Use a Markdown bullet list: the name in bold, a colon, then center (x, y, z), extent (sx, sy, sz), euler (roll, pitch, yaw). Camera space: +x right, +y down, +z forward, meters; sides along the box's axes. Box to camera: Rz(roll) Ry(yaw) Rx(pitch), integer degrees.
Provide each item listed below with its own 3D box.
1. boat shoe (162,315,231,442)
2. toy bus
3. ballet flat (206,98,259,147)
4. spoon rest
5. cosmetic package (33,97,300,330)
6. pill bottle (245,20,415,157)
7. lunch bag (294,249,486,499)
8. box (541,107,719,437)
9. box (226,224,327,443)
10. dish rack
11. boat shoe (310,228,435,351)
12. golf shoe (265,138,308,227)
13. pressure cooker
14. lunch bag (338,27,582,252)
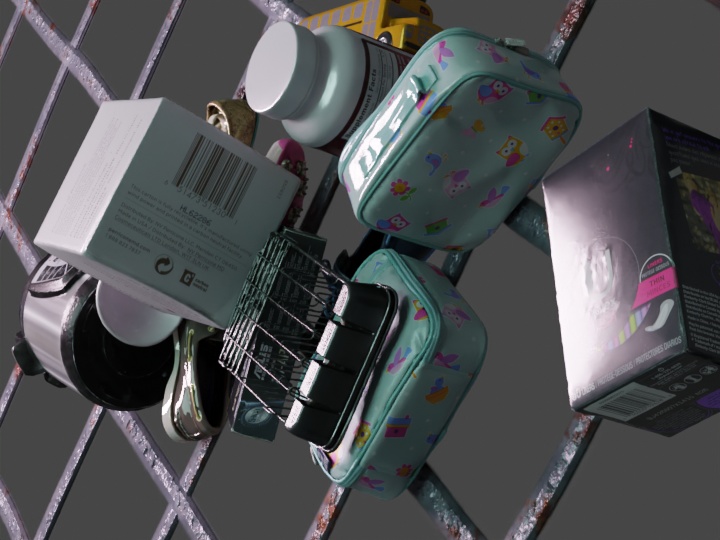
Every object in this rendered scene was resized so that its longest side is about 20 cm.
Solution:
- **boat shoe**: center (-0.165, 0.082, 1.860), extent (0.059, 0.072, 0.202), euler (-11, 64, 38)
- **toy bus**: center (0.011, -0.224, 1.734), extent (0.199, 0.065, 0.079), euler (-6, 70, 55)
- **ballet flat**: center (-0.162, -0.096, 1.932), extent (0.070, 0.065, 0.202), euler (-14, 65, 56)
- **spoon rest**: center (-0.205, -0.014, 1.841), extent (0.201, 0.099, 0.061), euler (-62, 20, -17)
- **cosmetic package**: center (-0.192, -0.057, 1.708), extent (0.167, 0.167, 0.200), euler (-64, 23, -7)
- **pill bottle**: center (-0.001, -0.157, 1.599), extent (0.113, 0.199, 0.114), euler (-28, 54, 47)
- **lunch bag**: center (0.018, 0.092, 1.563), extent (0.201, 0.077, 0.161), euler (-59, 37, 19)
- **box**: center (0.219, 0.003, 1.295), extent (0.122, 0.105, 0.202), euler (-35, 49, 43)
- **box**: center (-0.083, 0.058, 1.710), extent (0.160, 0.043, 0.202), euler (-148, 73, -84)
- **dish rack**: center (-0.056, 0.055, 1.559), extent (0.200, 0.054, 0.155), euler (34, 102, 57)
- **boat shoe**: center (0.000, 0.000, 1.650), extent (0.201, 0.068, 0.084), euler (-58, 36, 24)
- **golf shoe**: center (-0.118, -0.046, 1.819), extent (0.091, 0.075, 0.202), euler (19, 91, 32)
- **pressure cooker**: center (-0.288, 0.056, 1.955), extent (0.200, 0.175, 0.180), euler (21, 97, 57)
- **lunch bag**: center (0.082, -0.114, 1.496), extent (0.200, 0.159, 0.077), euler (-52, 39, 30)
